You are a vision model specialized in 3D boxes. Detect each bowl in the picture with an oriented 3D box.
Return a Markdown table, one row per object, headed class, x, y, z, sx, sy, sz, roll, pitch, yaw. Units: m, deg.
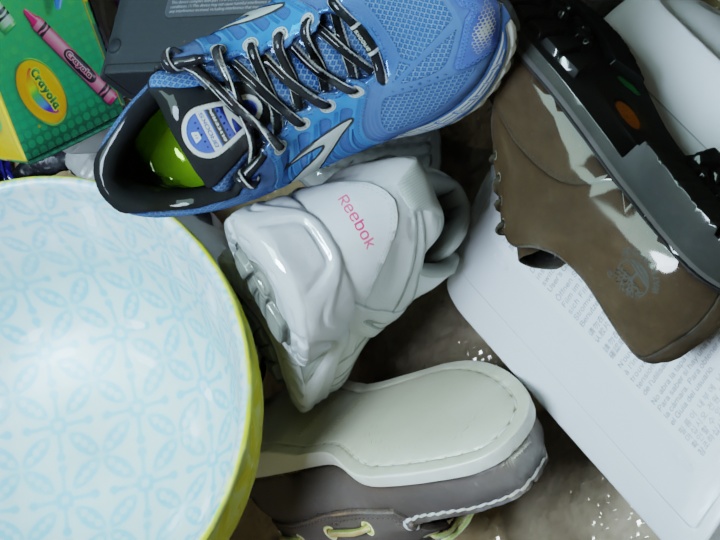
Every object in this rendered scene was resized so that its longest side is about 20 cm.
| class | x | y | z | sx | sy | sz | roll | pitch | yaw |
| --- | --- | --- | --- | --- | --- | --- | --- | --- | --- |
| bowl | -0.123 | 0.073 | 1.213 | 0.199 | 0.108 | 0.201 | -5 | 69 | 14 |

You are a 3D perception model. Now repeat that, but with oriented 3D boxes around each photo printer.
| class | x | y | z | sx | sy | sz | roll | pitch | yaw |
| --- | --- | --- | --- | --- | --- | --- | --- | --- | --- |
| photo printer | 0.128 | -0.002 | 1.138 | 0.200 | 0.069 | 0.167 | 48 | 114 | 36 |

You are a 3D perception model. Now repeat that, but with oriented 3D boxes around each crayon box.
| class | x | y | z | sx | sy | sz | roll | pitch | yaw |
| --- | --- | --- | --- | --- | --- | --- | --- | --- | --- |
| crayon box | -0.184 | -0.150 | 1.287 | 0.119 | 0.058 | 0.201 | 11 | 125 | 57 |

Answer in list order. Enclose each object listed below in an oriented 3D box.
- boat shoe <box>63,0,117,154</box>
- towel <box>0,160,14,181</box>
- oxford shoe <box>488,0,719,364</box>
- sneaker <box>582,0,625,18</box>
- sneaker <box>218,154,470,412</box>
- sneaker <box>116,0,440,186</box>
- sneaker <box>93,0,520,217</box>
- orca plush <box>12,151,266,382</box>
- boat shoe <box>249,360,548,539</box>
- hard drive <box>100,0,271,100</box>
| class | x | y | z | sx | sy | sz | roll | pitch | yaw |
| --- | --- | --- | --- | --- | --- | --- | --- | --- | --- |
| boat shoe | -0.137 | -0.141 | 1.393 | 0.201 | 0.069 | 0.071 | 65 | 147 | 33 |
| towel | -0.247 | 0.017 | 1.485 | 0.199 | 0.049 | 0.149 | -16 | 65 | 39 |
| oxford shoe | 0.071 | -0.047 | 1.102 | 0.085 | 0.072 | 0.200 | -51 | 53 | 26 |
| sneaker | 0.046 | -0.140 | 1.206 | 0.200 | 0.073 | 0.115 | -24 | 76 | 8 |
| sneaker | 0.000 | 0.000 | 1.192 | 0.099 | 0.200 | 0.078 | -28 | 87 | -8 |
| sneaker | -0.040 | -0.095 | 1.301 | 0.073 | 0.114 | 0.201 | -39 | 80 | -12 |
| sneaker | -0.024 | -0.064 | 1.085 | 0.200 | 0.089 | 0.079 | -30 | 93 | 41 |
| orca plush | -0.100 | 0.013 | 1.339 | 0.200 | 0.105 | 0.071 | 41 | 141 | 35 |
| boat shoe | 0.015 | 0.082 | 1.205 | 0.200 | 0.072 | 0.060 | -8 | 120 | 54 |
| hard drive | -0.023 | -0.167 | 1.200 | 0.139 | 0.033 | 0.201 | 0 | 69 | 35 |
